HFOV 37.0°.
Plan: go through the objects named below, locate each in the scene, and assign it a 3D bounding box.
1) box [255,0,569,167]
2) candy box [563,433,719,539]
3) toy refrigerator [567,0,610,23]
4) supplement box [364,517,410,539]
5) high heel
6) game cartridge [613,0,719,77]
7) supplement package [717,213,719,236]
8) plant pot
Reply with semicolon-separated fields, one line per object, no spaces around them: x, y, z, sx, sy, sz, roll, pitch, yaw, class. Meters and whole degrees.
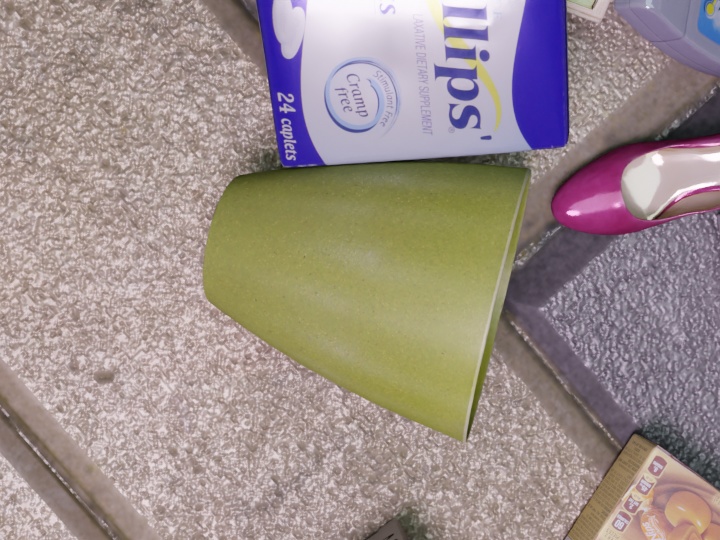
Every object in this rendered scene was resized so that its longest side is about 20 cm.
0.035;-0.178;0.718;0.198;0.105;0.186;-4;116;7;box
0.205;0.241;0.814;0.115;0.055;0.201;34;89;-5;candy box
0.093;-0.252;0.771;0.198;0.070;0.076;19;121;-5;toy refrigerator
0.033;0.306;0.794;0.126;0.074;0.201;-35;94;-3;supplement box
0.243;-0.066;0.788;0.198;0.096;0.068;-8;92;-4;high heel
0.265;-0.209;0.770;0.198;0.040;0.135;8;95;-35;game cartridge
0.386;-0.001;0.788;0.198;0.121;0.121;-10;93;-3;supplement package
0.000;0.000;0.744;0.198;0.187;0.189;14;91;10;plant pot
